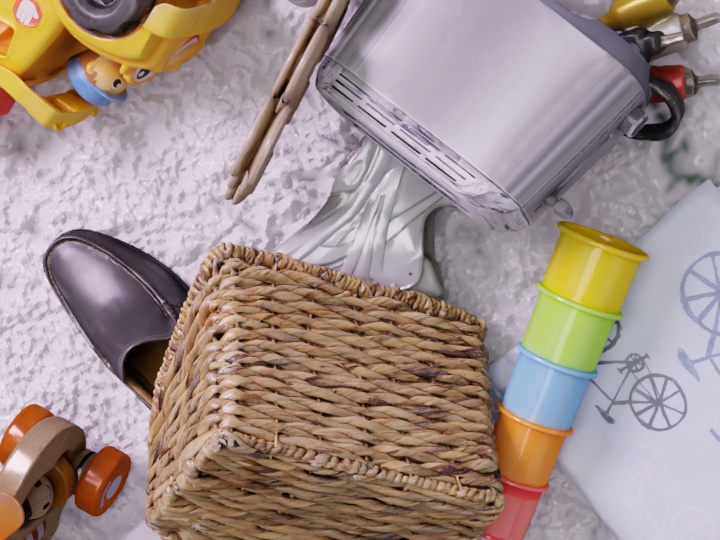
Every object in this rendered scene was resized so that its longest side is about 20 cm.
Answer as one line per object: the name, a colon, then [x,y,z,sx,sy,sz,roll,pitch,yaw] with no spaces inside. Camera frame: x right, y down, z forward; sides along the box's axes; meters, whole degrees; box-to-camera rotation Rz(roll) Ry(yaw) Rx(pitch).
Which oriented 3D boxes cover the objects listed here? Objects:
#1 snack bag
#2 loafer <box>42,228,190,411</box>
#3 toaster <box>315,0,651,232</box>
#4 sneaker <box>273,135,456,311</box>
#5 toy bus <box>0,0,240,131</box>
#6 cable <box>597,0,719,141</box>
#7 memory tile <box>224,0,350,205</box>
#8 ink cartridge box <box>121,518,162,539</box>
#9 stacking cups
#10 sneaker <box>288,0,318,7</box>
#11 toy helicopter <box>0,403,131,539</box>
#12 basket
snack bag: [0.204,0.077,1.117,0.200,0.021,0.189,-42,82,14]
loafer: [-0.136,0.046,1.169,0.200,0.072,0.073,41,101,10]
toaster: [0.064,-0.115,1.052,0.200,0.114,0.129,39,89,12]
sneaker: [0.000,0.000,1.137,0.099,0.078,0.200,38,100,6]
toy bus: [-0.203,-0.159,1.160,0.200,0.136,0.192,32,111,8]
cable: [0.130,-0.124,1.131,0.200,0.050,0.097,-7,104,25]
memory tile: [-0.027,-0.133,1.055,0.017,0.153,0.200,28,81,-3]
ink cartridge box: [-0.141,0.265,1.169,0.200,0.086,0.146,-43,82,9]
stacking cups: [0.112,0.070,1.107,0.060,0.061,0.200,24,102,12]
sneaker: [-0.048,-0.244,1.105,0.114,0.075,0.200,-51,39,9]
toy helicopter: [-0.237,0.187,1.166,0.079,0.132,0.200,28,97,11]
basket: [-0.028,0.097,1.101,0.200,0.149,0.143,14,138,-22]
